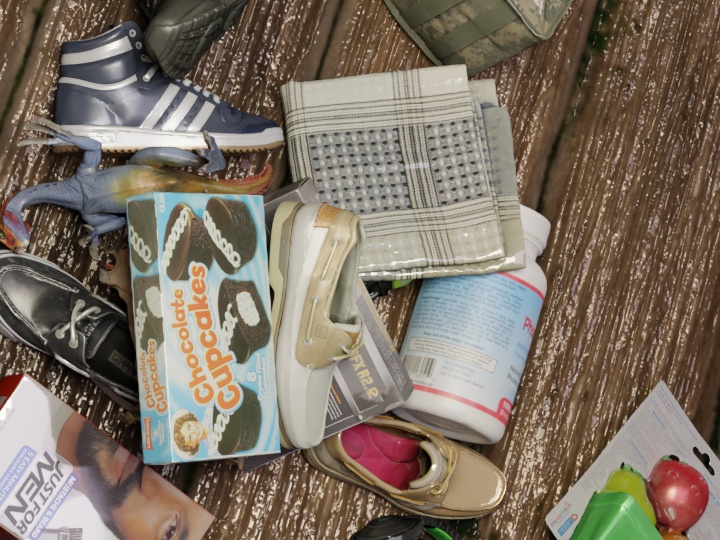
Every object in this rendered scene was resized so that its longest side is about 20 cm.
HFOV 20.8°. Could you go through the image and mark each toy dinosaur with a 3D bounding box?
[{"bbox_3d":[-0.197,-0.050,1.584,0.200,0.180,0.106,20,67,-58],"label":"toy dinosaur"},{"bbox_3d":[-0.127,0.072,1.565,0.200,0.085,0.136,45,53,-29],"label":"toy dinosaur"}]

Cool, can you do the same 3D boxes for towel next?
[{"bbox_3d":[0.039,-0.084,1.684,0.198,0.035,0.194,-4,65,-10],"label":"towel"}]

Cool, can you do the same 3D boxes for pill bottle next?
[{"bbox_3d":[0.100,0.042,1.721,0.108,0.109,0.201,24,77,-22],"label":"pill bottle"}]

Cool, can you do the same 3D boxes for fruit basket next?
[{"bbox_3d":[0.272,0.234,1.813,0.186,0.093,0.200,53,52,-13],"label":"fruit basket"}]

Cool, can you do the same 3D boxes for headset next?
[{"bbox_3d":[0.011,0.268,1.694,0.199,0.094,0.125,18,74,-39],"label":"headset"}]

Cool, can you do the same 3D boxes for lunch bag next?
[{"bbox_3d":[0.084,-0.280,1.707,0.200,0.164,0.118,49,62,-12],"label":"lunch bag"}]

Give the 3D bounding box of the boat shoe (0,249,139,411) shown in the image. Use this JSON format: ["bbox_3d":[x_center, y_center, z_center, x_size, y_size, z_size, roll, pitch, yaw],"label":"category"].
[{"bbox_3d":[-0.224,0.050,1.587,0.200,0.068,0.072,41,70,-17],"label":"boat shoe"}]

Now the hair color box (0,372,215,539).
[{"bbox_3d":[-0.230,0.185,1.577,0.200,0.064,0.111,39,70,-19],"label":"hair color box"}]

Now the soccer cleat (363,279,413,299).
[{"bbox_3d":[0.000,0.000,1.691,0.081,0.068,0.200,33,69,13],"label":"soccer cleat"}]

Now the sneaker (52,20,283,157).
[{"bbox_3d":[-0.158,-0.150,1.635,0.198,0.070,0.109,-1,88,-23],"label":"sneaker"}]

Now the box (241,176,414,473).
[{"bbox_3d":[-0.070,0.046,1.623,0.158,0.048,0.201,-25,98,17],"label":"box"}]

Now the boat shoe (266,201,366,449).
[{"bbox_3d":[-0.033,0.048,1.551,0.068,0.075,0.202,5,105,16],"label":"boat shoe"}]

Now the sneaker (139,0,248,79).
[{"bbox_3d":[-0.150,-0.219,1.604,0.090,0.200,0.076,35,111,-4],"label":"sneaker"}]

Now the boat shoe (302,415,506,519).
[{"bbox_3d":[0.048,0.172,1.706,0.199,0.069,0.074,17,78,-23],"label":"boat shoe"}]

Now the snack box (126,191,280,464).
[{"bbox_3d":[-0.118,0.043,1.491,0.116,0.037,0.202,0,85,-48],"label":"snack box"}]
